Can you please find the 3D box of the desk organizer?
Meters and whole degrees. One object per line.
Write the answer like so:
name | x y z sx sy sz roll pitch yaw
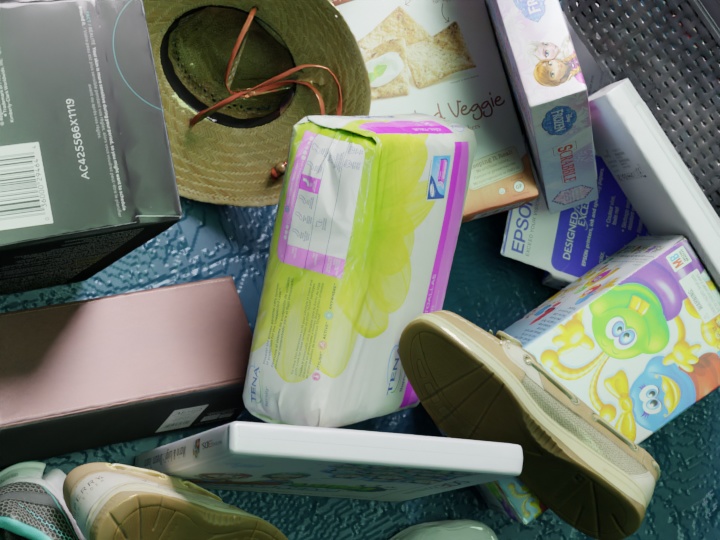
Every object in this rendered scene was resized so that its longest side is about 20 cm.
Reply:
desk organizer | -0.166 0.065 1.446 0.199 0.072 0.077 -9 68 -31

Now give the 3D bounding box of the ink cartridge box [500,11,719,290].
ink cartridge box | 0.199 -0.071 1.659 0.199 0.043 0.200 19 73 -20

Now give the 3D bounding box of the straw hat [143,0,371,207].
straw hat | -0.085 -0.144 1.514 0.201 0.201 0.085 43 26 -12

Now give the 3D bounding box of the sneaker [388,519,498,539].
sneaker | 0.024 0.227 1.493 0.199 0.099 0.078 -29 93 -26

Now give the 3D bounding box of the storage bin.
storage bin | 0.252 -0.152 1.597 0.201 0.094 0.135 54 35 1

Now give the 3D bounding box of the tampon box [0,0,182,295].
tampon box | -0.211 -0.073 1.382 0.125 0.200 0.151 -9 83 -25

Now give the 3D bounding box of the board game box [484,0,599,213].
board game box | 0.113 -0.166 1.526 0.041 0.200 0.201 -17 71 3

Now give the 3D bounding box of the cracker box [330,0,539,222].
cracker box | 0.032 -0.127 1.565 0.133 0.058 0.202 -16 87 -7

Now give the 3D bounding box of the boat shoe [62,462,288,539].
boat shoe | -0.114 0.166 1.436 0.074 0.069 0.200 -53 140 0

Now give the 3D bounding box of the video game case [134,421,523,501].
video game case | -0.024 0.125 1.443 0.198 0.182 0.024 7 77 -24

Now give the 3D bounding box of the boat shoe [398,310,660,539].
boat shoe | 0.111 0.091 1.462 0.200 0.073 0.063 38 46 -4

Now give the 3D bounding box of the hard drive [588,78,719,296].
hard drive | 0.220 -0.040 1.567 0.026 0.132 0.201 -34 93 -4

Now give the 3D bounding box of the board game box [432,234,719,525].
board game box | 0.155 0.073 1.552 0.199 0.105 0.103 -34 96 -9

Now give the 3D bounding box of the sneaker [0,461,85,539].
sneaker | -0.182 0.219 1.396 0.077 0.091 0.201 -34 92 11

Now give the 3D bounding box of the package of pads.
package of pads | 0.000 0.000 1.451 0.154 0.068 0.202 -8 111 -61
